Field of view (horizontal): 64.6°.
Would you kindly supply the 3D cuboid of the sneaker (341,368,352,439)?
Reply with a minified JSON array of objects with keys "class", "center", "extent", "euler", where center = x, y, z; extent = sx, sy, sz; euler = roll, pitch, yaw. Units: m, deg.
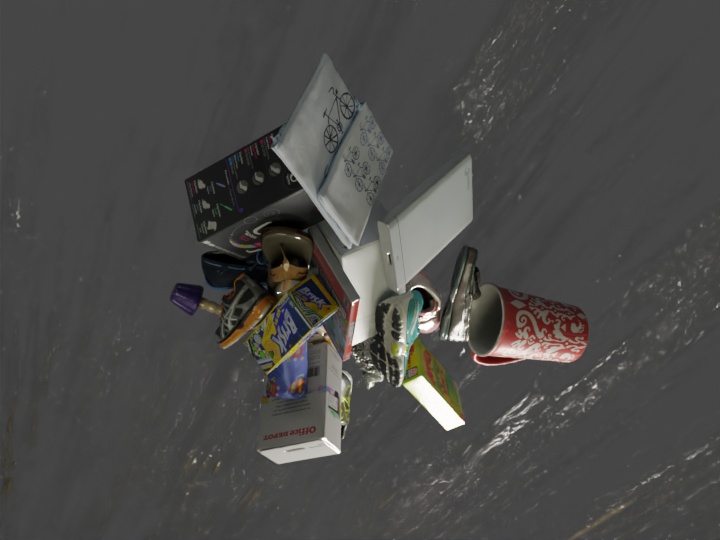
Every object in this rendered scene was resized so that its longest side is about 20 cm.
[{"class":"sneaker","center":[-0.050,0.295,1.247],"extent":[0.073,0.086,0.203],"euler":[-5,132,1]}]

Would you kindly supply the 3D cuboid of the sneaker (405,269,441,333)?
[{"class":"sneaker","center":[0.110,0.069,1.038],"extent":[0.074,0.106,0.202],"euler":[-23,130,1]}]

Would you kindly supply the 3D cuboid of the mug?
[{"class":"mug","center":[0.309,0.110,1.095],"extent":[0.196,0.137,0.177],"euler":[9,163,-17]}]

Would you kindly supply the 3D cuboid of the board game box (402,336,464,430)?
[{"class":"board game box","center":[0.150,0.239,1.197],"extent":[0.047,0.103,0.201],"euler":[-25,129,20]}]

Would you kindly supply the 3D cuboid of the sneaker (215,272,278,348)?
[{"class":"sneaker","center":[-0.205,0.069,0.971],"extent":[0.078,0.078,0.199],"euler":[51,137,0]}]

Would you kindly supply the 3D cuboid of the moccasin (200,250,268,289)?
[{"class":"moccasin","center":[-0.180,-0.014,0.969],"extent":[0.195,0.081,0.069],"euler":[-13,124,5]}]

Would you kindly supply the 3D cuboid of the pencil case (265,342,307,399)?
[{"class":"pencil case","center":[-0.137,0.136,1.054],"extent":[0.077,0.086,0.205],"euler":[-5,102,-30]}]

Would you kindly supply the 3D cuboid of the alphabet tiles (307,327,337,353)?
[{"class":"alphabet tiles","center":[-0.019,0.109,1.131],"extent":[0.194,0.015,0.199],"euler":[-34,125,27]}]

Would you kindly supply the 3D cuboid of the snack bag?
[{"class":"snack bag","center":[-0.027,-0.166,0.776],"extent":[0.021,0.191,0.201],"euler":[-1,143,35]}]

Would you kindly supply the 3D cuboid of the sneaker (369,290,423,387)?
[{"class":"sneaker","center":[0.069,0.119,0.956],"extent":[0.079,0.077,0.203],"euler":[-27,142,-33]}]

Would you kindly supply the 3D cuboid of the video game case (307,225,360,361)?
[{"class":"video game case","center":[-0.049,0.043,0.918],"extent":[0.017,0.144,0.202],"euler":[-23,152,-19]}]

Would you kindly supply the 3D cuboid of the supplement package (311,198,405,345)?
[{"class":"supplement package","center":[0.000,0.000,0.943],"extent":[0.115,0.117,0.203],"euler":[-22,135,-18]}]

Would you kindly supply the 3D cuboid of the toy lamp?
[{"class":"toy lamp","center":[-0.254,0.075,1.060],"extent":[0.197,0.059,0.058],"euler":[23,127,-24]}]

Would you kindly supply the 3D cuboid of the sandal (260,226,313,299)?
[{"class":"sandal","center":[-0.115,0.001,0.875],"extent":[0.080,0.056,0.201],"euler":[0,148,-13]}]

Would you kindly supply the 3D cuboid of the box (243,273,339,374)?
[{"class":"box","center":[-0.115,0.090,0.915],"extent":[0.070,0.064,0.200],"euler":[51,139,5]}]

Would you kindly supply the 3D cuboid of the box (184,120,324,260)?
[{"class":"box","center":[-0.138,-0.111,0.837],"extent":[0.197,0.108,0.122],"euler":[-24,162,17]}]

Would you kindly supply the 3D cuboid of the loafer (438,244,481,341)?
[{"class":"loafer","center":[0.191,0.045,1.036],"extent":[0.061,0.072,0.203],"euler":[12,125,4]}]

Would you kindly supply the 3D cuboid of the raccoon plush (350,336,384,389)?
[{"class":"raccoon plush","center":[-0.007,0.143,1.121],"extent":[0.199,0.097,0.135],"euler":[38,143,4]}]

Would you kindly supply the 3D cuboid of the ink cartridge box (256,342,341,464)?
[{"class":"ink cartridge box","center":[-0.115,0.261,1.122],"extent":[0.142,0.203,0.084],"euler":[-15,140,18]}]

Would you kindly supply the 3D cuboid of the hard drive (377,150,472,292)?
[{"class":"hard drive","center":[0.106,-0.076,0.876],"extent":[0.026,0.199,0.134],"euler":[26,145,34]}]
